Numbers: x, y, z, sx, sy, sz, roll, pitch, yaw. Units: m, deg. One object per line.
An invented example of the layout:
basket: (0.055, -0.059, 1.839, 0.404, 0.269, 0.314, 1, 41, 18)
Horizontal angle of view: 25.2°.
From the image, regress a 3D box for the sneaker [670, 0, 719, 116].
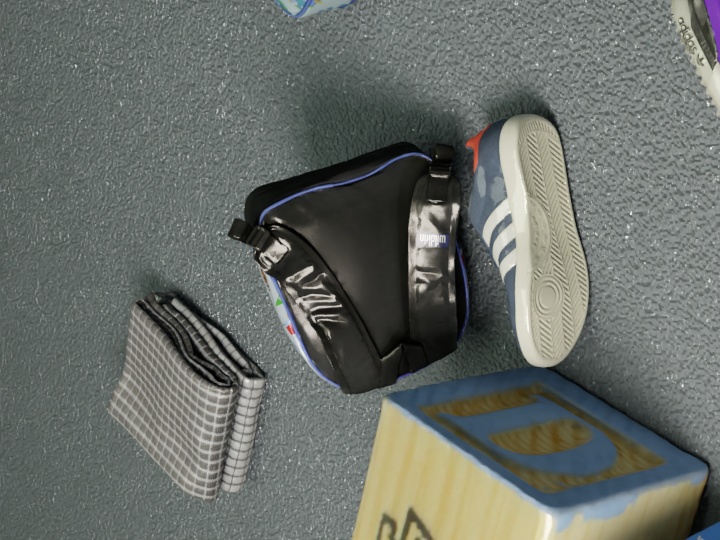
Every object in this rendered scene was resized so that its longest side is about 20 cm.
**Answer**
sneaker: (0.282, -0.127, 1.044, 0.099, 0.069, 0.201, -42, 71, 49)

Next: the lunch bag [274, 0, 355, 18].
lunch bag: (-0.048, -0.333, 1.387, 0.201, 0.082, 0.161, 60, 143, 17)

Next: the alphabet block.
alphabet block: (0.123, 0.213, 1.270, 0.196, 0.195, 0.201, 33, 119, 44)

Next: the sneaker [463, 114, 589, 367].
sneaker: (0.126, -0.023, 1.297, 0.084, 0.075, 0.201, -4, 91, 52)

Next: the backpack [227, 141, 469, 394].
backpack: (0.000, 0.000, 1.383, 0.154, 0.199, 0.191, -124, 17, -76)

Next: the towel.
towel: (-0.197, 0.136, 1.781, 0.200, 0.085, 0.166, 39, 132, 38)

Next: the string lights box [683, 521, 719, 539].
string lights box: (0.221, 0.248, 1.171, 0.059, 0.199, 0.103, 52, 140, 26)
